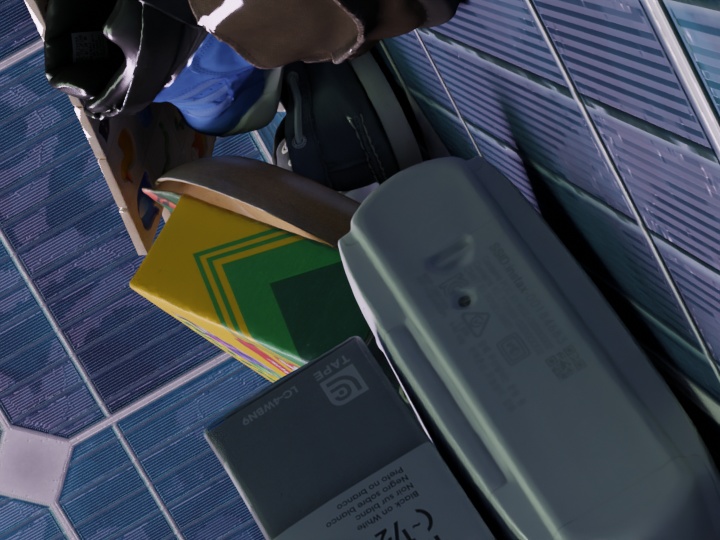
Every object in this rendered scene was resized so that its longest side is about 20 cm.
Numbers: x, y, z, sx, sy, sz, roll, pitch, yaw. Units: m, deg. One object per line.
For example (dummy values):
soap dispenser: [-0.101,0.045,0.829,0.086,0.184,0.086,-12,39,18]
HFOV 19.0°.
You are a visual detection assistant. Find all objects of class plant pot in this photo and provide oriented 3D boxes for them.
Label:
plant pot: [0.000,0.000,0.977,0.200,0.027,0.200,29,171,5]

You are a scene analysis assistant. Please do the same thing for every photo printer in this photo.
photo printer: [0.074,0.075,0.739,0.166,0.069,0.200,57,176,39]

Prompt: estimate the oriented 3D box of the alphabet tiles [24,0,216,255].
alphabet tiles: [-0.099,-0.113,0.994,0.200,0.008,0.167,72,-156,-48]

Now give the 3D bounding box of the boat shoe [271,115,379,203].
boat shoe: [-0.020,-0.056,1.174,0.057,0.069,0.200,56,-179,-9]

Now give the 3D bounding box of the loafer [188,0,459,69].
loafer: [-0.018,-0.092,0.686,0.073,0.071,0.200,61,178,1]

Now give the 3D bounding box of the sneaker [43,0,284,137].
sneaker: [-0.084,-0.099,0.914,0.200,0.111,0.077,158,104,-72]

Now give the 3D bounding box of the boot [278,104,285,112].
boot: [-0.096,-0.203,1.212,0.200,0.073,0.182,54,-175,-45]

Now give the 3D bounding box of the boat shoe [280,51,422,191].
boat shoe: [-0.039,-0.111,1.015,0.200,0.062,0.073,59,177,35]

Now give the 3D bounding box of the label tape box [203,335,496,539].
label tape box: [0.037,0.137,0.682,0.200,0.066,0.143,58,177,40]

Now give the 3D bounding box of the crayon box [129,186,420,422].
crayon box: [-0.011,0.029,0.920,0.127,0.051,0.200,36,171,-36]
